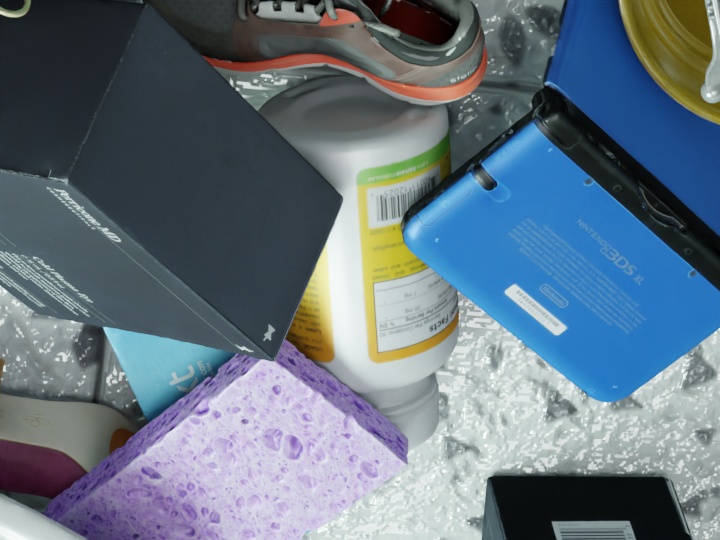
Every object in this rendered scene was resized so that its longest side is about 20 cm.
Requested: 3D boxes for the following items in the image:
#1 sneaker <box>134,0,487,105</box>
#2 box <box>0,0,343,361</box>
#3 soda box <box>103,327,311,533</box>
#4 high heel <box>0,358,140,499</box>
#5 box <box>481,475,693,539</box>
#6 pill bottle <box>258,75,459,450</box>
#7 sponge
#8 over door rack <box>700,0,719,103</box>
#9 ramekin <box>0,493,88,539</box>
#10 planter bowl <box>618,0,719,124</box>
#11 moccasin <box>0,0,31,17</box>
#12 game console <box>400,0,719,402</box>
[{"bbox_3d":[-0.024,-0.149,1.448,0.198,0.082,0.078,9,70,-1],"label":"sneaker"},{"bbox_3d":[-0.142,-0.052,1.398,0.200,0.181,0.105,44,64,-48],"label":"box"},{"bbox_3d":[-0.094,0.070,1.569,0.067,0.064,0.201,-21,115,3],"label":"soda box"},{"bbox_3d":[-0.196,0.119,1.587,0.199,0.068,0.096,30,128,-28],"label":"high heel"},{"bbox_3d":[0.138,0.256,1.608,0.123,0.200,0.198,0,114,-6],"label":"box"},{"bbox_3d":[0.000,0.000,1.523,0.110,0.111,0.201,-6,115,-5],"label":"pill bottle"},{"bbox_3d":[-0.080,0.124,1.526,0.111,0.030,0.200,39,120,-24],"label":"sponge"},{"bbox_3d":[0.266,-0.087,1.441,0.147,0.067,0.201,-15,95,-1],"label":"over door rack"},{"bbox_3d":[-0.204,0.200,1.530,0.202,0.202,0.095,36,70,-20],"label":"ramekin"},{"bbox_3d":[0.232,-0.184,1.485,0.199,0.084,0.202,-3,114,-6],"label":"planter bowl"},{"bbox_3d":[-0.206,-0.154,1.321,0.201,0.074,0.078,-44,125,12],"label":"moccasin"},{"bbox_3d":[0.135,-0.051,1.510,0.170,0.119,0.200,-38,126,20],"label":"game console"}]
